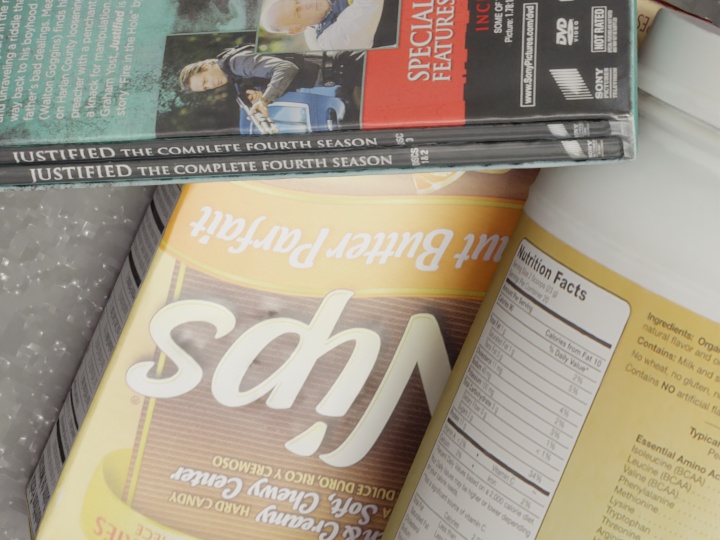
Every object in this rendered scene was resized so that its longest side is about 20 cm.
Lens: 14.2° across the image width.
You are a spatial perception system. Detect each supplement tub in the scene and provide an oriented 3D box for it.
[{"bbox_3d":[0.089,0.050,0.708,0.144,0.144,0.201,22,98,-10],"label":"supplement tub"}]

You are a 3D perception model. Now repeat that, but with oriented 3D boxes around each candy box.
[{"bbox_3d":[0.000,0.000,0.779,0.115,0.055,0.201,22,97,-12],"label":"candy box"}]

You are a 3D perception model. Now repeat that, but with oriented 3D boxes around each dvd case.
[{"bbox_3d":[-0.032,-0.084,0.705,0.199,0.146,0.022,-2,145,7],"label":"dvd case"}]
